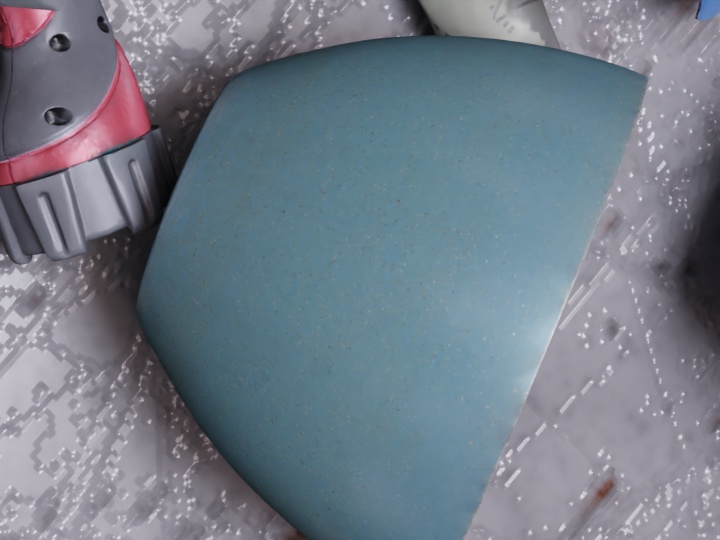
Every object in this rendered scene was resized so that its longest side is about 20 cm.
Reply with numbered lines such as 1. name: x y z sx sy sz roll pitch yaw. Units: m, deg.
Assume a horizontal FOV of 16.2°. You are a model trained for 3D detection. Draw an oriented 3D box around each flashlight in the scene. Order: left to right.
1. flashlight: -0.124 -0.105 0.872 0.068 0.068 0.201 -21 102 -7

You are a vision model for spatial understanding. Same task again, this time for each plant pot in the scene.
1. plant pot: 0.000 0.000 0.881 0.134 0.200 0.201 22 85 2

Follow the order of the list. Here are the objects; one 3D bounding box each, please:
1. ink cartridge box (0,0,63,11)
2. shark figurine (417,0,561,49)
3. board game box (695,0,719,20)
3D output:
1. ink cartridge box: -0.191 -0.162 0.761 0.199 0.145 0.146 4 92 0
2. shark figurine: 0.060 -0.164 0.928 0.128 0.215 0.090 27 41 5
3. board game box: 0.159 -0.189 0.943 0.039 0.200 0.158 32 64 15
